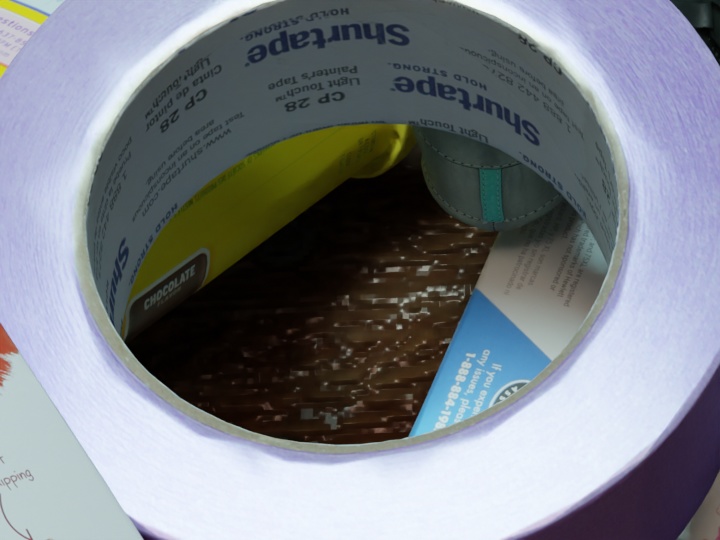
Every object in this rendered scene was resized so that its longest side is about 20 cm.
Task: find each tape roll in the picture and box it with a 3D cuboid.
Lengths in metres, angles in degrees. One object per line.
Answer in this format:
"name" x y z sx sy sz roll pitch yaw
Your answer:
"tape roll" 0.000 0.000 0.749 0.199 0.066 0.201 -3 59 4

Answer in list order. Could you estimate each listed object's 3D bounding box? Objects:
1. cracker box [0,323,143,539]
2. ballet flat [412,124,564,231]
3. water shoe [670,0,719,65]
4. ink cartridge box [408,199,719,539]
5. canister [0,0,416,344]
"cracker box" -0.092 0.110 0.634 0.134 0.058 0.200 -19 66 -44
"ballet flat" 0.049 -0.092 0.899 0.067 0.064 0.201 3 46 12
"water shoe" 0.117 -0.099 0.864 0.078 0.072 0.201 -3 55 21
"ink cartridge box" 0.126 0.050 0.849 0.199 0.067 0.117 15 59 18
"canister" -0.090 -0.044 0.895 0.148 0.087 0.200 25 45 32
